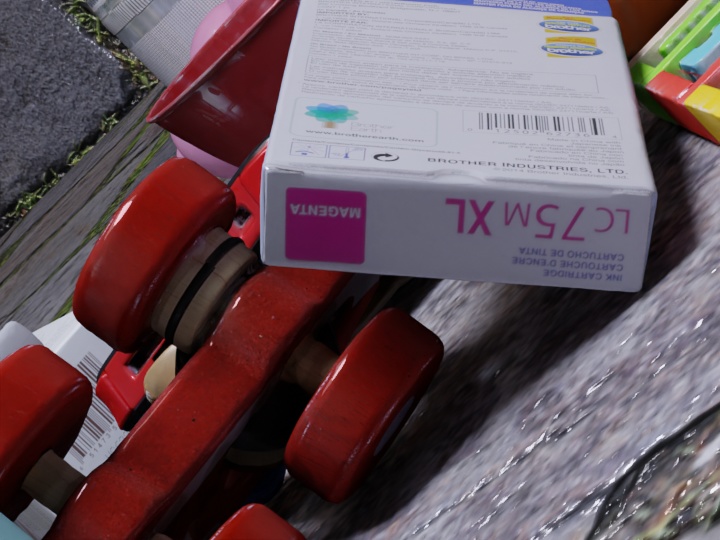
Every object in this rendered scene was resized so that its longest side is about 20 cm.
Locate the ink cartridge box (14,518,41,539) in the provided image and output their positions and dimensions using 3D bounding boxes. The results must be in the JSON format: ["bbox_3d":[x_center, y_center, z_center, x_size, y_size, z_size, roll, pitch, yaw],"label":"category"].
[{"bbox_3d":[-0.220,0.196,0.920,0.200,0.083,0.146,-37,14,41],"label":"ink cartridge box"}]

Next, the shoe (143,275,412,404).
[{"bbox_3d":[0.000,0.000,0.900,0.200,0.053,0.070,-44,-19,-6],"label":"shoe"}]

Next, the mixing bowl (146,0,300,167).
[{"bbox_3d":[-0.012,-0.119,1.203,0.200,0.108,0.200,-44,11,11],"label":"mixing bowl"}]

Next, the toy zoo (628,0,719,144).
[{"bbox_3d":[0.153,-0.094,0.702,0.131,0.020,0.200,-46,10,4],"label":"toy zoo"}]

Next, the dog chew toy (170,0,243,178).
[{"bbox_3d":[-0.057,-0.145,1.479,0.200,0.124,0.125,-52,8,18],"label":"dog chew toy"}]

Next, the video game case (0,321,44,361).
[{"bbox_3d":[-0.197,0.116,0.793,0.182,0.023,0.200,-47,8,15],"label":"video game case"}]

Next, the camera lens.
[{"bbox_3d":[-0.099,-0.203,1.606,0.160,0.200,0.160,-44,11,11],"label":"camera lens"}]

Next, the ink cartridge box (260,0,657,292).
[{"bbox_3d":[0.032,-0.053,0.740,0.200,0.118,0.042,-85,-1,-63],"label":"ink cartridge box"}]

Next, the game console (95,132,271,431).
[{"bbox_3d":[-0.029,-0.020,0.978,0.177,0.031,0.200,-35,-13,-50],"label":"game console"}]

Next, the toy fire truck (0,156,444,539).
[{"bbox_3d":[-0.061,0.069,0.744,0.200,0.112,0.168,-53,-8,-25],"label":"toy fire truck"}]

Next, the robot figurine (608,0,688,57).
[{"bbox_3d":[0.112,-0.168,0.884,0.200,0.116,0.144,-48,-34,-10],"label":"robot figurine"}]

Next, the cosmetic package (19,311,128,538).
[{"bbox_3d":[-0.169,0.086,1.162,0.102,0.071,0.200,-50,11,-20],"label":"cosmetic package"}]

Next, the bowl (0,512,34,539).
[{"bbox_3d":[-0.128,0.145,0.587,0.201,0.104,0.203,-160,90,-86],"label":"bowl"}]
